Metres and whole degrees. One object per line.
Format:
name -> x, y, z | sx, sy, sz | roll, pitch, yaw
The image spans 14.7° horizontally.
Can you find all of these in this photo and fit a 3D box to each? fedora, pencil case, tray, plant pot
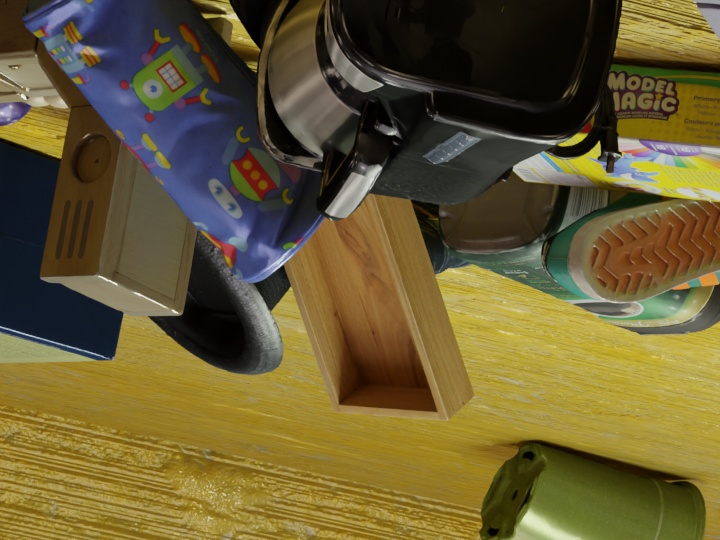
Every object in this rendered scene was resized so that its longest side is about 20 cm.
fedora -> -0.103, -0.028, 1.859 | 0.201, 0.092, 0.201 | 36, 155, 20
pencil case -> -0.088, -0.088, 1.478 | 0.200, 0.087, 0.078 | 50, -171, -15
tray -> 0.000, 0.000, 1.806 | 0.099, 0.200, 0.037 | 2, -151, 41
plant pot -> 0.236, 0.276, 2.992 | 0.190, 0.200, 0.200 | 29, 164, -17

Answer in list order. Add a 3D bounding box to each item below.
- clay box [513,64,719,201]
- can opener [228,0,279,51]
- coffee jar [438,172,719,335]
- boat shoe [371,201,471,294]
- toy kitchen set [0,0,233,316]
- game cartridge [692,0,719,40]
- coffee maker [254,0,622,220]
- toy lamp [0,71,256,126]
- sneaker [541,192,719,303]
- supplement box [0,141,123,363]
clay box -> 0.169, -0.076, 1.555 | 0.200, 0.048, 0.115 | 6, 167, 24
can opener -> 0.009, -0.102, 1.526 | 0.200, 0.063, 0.079 | 37, -162, -40
coffee jar -> 0.149, -0.021, 1.757 | 0.104, 0.085, 0.200 | -2, 162, 44
boat shoe -> -0.005, -0.030, 1.913 | 0.091, 0.071, 0.200 | -13, -156, -39
toy kitchen set -> -0.210, -0.082, 1.558 | 0.200, 0.181, 0.163 | -1, 163, 34
game cartridge -> 0.244, -0.110, 1.353 | 0.129, 0.038, 0.200 | 3, 167, 21
coffee maker -> 0.059, -0.110, 1.356 | 0.192, 0.135, 0.200 | -10, 175, -15
toy lamp -> -0.139, -0.106, 1.702 | 0.200, 0.058, 0.058 | 8, 169, 29
sneaker -> 0.200, -0.024, 1.658 | 0.200, 0.071, 0.080 | -8, -172, -23
supplement box -> -0.306, -0.017, 2.106 | 0.200, 0.134, 0.200 | 19, 166, -35
